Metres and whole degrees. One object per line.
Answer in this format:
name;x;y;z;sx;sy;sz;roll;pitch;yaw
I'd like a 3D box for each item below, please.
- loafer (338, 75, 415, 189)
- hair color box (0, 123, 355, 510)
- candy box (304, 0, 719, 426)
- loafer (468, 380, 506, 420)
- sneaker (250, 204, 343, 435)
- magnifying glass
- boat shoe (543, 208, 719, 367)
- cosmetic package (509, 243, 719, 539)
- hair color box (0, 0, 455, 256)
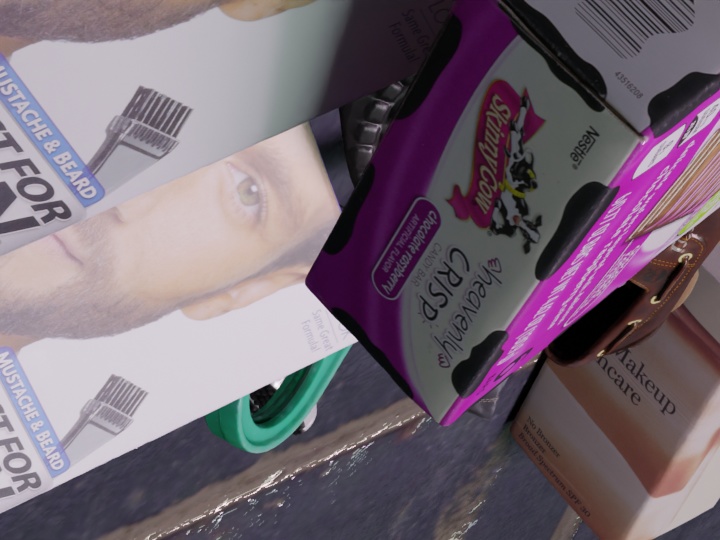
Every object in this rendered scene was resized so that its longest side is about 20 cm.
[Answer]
loafer;0.017;-0.085;0.700;0.072;0.072;0.201;-17;136;6
hair color box;-0.104;0.007;0.751;0.199;0.065;0.110;-27;130;-7
candy box;0.088;-0.059;0.622;0.200;0.061;0.137;-37;166;-35
loafer;0.087;-0.021;0.977;0.200;0.072;0.073;-47;-175;24
sneaker;-0.045;-0.011;0.901;0.080;0.073;0.200;-57;158;-16
magnifying glass;0.000;0.000;0.895;0.200;0.022;0.080;-46;150;-46
boat shoe;0.128;-0.019;1.058;0.070;0.070;0.201;-32;154;-25
cosmetic package;0.169;0.046;1.226;0.087;0.103;0.201;-21;147;-36
hair color box;-0.076;-0.075;0.594;0.199;0.065;0.110;-24;133;10
